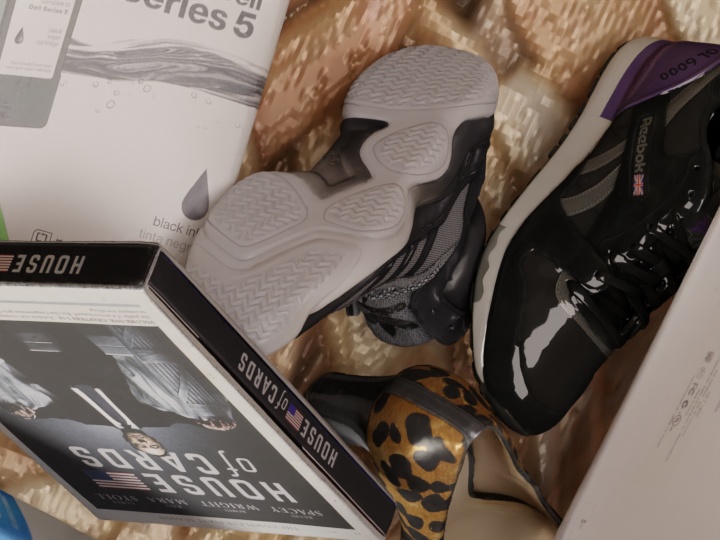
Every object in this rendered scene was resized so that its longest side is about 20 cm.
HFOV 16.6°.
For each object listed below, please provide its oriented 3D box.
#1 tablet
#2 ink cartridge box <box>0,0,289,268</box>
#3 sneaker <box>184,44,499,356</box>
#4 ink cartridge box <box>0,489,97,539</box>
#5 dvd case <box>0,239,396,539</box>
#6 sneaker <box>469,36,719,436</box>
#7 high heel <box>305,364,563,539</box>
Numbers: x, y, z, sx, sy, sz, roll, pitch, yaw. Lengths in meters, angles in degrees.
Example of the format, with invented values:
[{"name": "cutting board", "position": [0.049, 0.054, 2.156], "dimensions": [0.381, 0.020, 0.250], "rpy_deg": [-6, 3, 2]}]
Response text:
[{"name": "tablet", "position": [0.158, 0.056, 1.076], "dimensions": [0.130, 0.014, 0.201], "rpy_deg": [11, 109, -48]}, {"name": "ink cartridge box", "position": [-0.119, -0.082, 1.025], "dimensions": [0.145, 0.084, 0.201], "rpy_deg": [16, 93, -17]}, {"name": "sneaker", "position": [0.000, 0.000, 1.037], "dimensions": [0.200, 0.075, 0.114], "rpy_deg": [-48, 143, -38]}, {"name": "ink cartridge box", "position": [-0.132, 0.192, 1.057], "dimensions": [0.199, 0.084, 0.146], "rpy_deg": [29, 89, -17]}, {"name": "dvd case", "position": [-0.092, 0.049, 0.981], "dimensions": [0.200, 0.150, 0.025], "rpy_deg": [51, 49, -46]}, {"name": "sneaker", "position": [0.119, -0.019, 1.064], "dimensions": [0.076, 0.087, 0.201], "rpy_deg": [43, 66, -37]}, {"name": "high heel", "position": [0.067, 0.119, 1.070], "dimensions": [0.200, 0.142, 0.071], "rpy_deg": [45, 75, -16]}]
